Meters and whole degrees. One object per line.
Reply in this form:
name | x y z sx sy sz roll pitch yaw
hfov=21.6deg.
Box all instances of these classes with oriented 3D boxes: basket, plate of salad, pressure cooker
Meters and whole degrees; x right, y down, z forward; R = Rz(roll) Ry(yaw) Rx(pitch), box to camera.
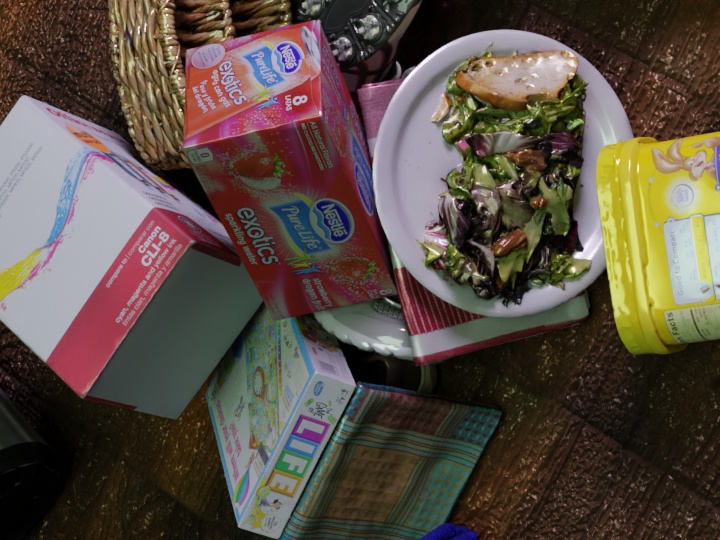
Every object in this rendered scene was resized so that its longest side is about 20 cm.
basket | -0.095 -0.182 1.432 0.148 0.143 0.201 -5 91 32
plate of salad | 0.106 -0.067 1.309 0.048 0.199 0.201 -175 83 -72
pressure cooker | -0.377 0.153 1.606 0.176 0.179 0.200 -44 70 4

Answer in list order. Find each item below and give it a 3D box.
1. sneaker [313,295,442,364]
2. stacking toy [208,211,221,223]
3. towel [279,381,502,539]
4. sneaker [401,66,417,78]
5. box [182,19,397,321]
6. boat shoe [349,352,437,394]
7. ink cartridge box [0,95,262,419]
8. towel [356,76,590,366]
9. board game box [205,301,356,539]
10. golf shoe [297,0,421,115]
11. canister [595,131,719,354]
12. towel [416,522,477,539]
sneaker | 0.000 0.000 1.402 0.200 0.075 0.082 42 111 42
stacking toy | -0.144 -0.005 1.516 0.200 0.085 0.086 -35 76 21
towel | 0.012 0.178 1.394 0.022 0.146 0.201 43 114 45
sneaker | 0.081 -0.052 1.384 0.088 0.075 0.201 -7 106 -9
box | -0.045 -0.066 1.307 0.099 0.200 0.096 -12 50 10
boat shoe | -0.025 0.130 1.450 0.200 0.072 0.072 -45 71 25
ink cartridge box | -0.196 -0.010 1.420 0.200 0.145 0.145 39 98 25
towel | 0.083 -0.045 1.339 0.023 0.143 0.201 177 80 -69
board game box | -0.065 0.091 1.421 0.135 0.034 0.200 -63 21 18
golf shoe | -0.004 -0.165 1.349 0.200 0.088 0.077 -46 64 39
canister | 0.270 -0.027 1.258 0.199 0.086 0.149 -8 89 29
towel | 0.034 0.294 1.385 0.049 0.148 0.201 21 103 18
